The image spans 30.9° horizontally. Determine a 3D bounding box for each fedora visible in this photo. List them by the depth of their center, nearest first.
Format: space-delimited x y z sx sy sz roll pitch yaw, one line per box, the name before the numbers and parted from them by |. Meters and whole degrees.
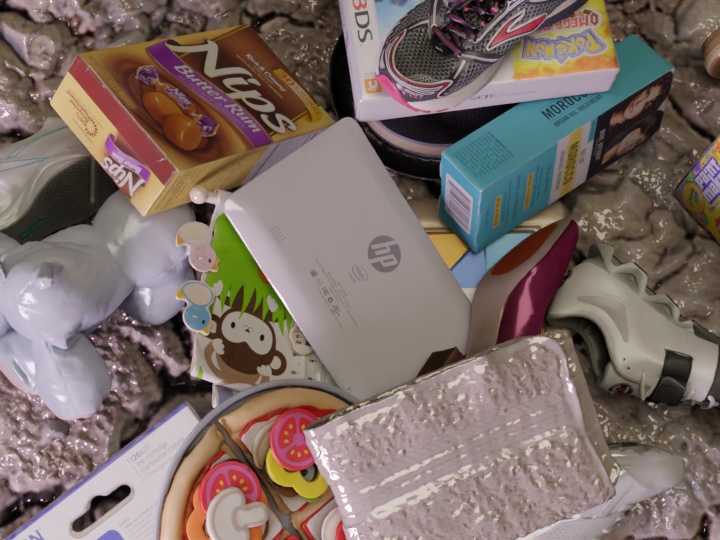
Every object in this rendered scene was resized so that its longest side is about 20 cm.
fedora | 0.074 -0.170 1.051 0.200 0.092 0.201 1 73 -2

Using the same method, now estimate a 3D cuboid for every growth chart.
growth chart | -0.065 0.040 0.937 0.144 0.018 0.201 4 76 -34

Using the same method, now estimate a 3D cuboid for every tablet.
tablet | 0.000 0.000 0.961 0.130 0.014 0.200 -37 100 -25

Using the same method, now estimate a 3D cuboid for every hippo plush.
hippo plush | -0.207 -0.011 0.965 0.159 0.200 0.161 35 57 25

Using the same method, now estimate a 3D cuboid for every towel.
towel | 0.074 0.131 0.898 0.200 0.034 0.133 -22 95 -10

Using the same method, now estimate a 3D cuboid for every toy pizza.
toy pizza | -0.046 0.175 0.898 0.200 0.032 0.201 0 91 -31

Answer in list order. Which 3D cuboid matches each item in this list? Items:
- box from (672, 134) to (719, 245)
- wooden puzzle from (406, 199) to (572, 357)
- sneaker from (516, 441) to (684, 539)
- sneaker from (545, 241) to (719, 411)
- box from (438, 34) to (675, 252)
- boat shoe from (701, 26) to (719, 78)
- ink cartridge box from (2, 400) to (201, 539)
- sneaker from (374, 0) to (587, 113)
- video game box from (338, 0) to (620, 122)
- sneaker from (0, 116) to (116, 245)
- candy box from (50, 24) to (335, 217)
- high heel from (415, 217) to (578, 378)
box | 0.369 -0.106 0.988 0.192 0.200 0.122 -39 79 -11
wooden puzzle | 0.075 0.035 1.022 0.184 0.037 0.201 -1 74 -2
sneaker | 0.151 0.188 0.970 0.199 0.078 0.100 -16 85 -1
sneaker | 0.227 0.075 0.996 0.200 0.074 0.089 40 73 13
box | 0.153 -0.100 1.021 0.200 0.082 0.049 -33 61 -19
boat shoe | 0.356 -0.228 1.095 0.200 0.071 0.065 -31 71 -18
ink cartridge box | -0.144 0.235 0.955 0.197 0.047 0.200 -37 77 -10
sneaker | 0.091 -0.192 0.925 0.200 0.075 0.081 -40 80 -11
video game box | 0.081 -0.215 0.993 0.199 0.047 0.183 -8 77 -4
sneaker | -0.286 -0.044 1.025 0.200 0.070 0.080 -36 53 -6
candy box | -0.122 -0.120 0.990 0.117 0.056 0.200 49 34 11
high heel | 0.123 0.053 0.978 0.096 0.067 0.200 48 67 -15
